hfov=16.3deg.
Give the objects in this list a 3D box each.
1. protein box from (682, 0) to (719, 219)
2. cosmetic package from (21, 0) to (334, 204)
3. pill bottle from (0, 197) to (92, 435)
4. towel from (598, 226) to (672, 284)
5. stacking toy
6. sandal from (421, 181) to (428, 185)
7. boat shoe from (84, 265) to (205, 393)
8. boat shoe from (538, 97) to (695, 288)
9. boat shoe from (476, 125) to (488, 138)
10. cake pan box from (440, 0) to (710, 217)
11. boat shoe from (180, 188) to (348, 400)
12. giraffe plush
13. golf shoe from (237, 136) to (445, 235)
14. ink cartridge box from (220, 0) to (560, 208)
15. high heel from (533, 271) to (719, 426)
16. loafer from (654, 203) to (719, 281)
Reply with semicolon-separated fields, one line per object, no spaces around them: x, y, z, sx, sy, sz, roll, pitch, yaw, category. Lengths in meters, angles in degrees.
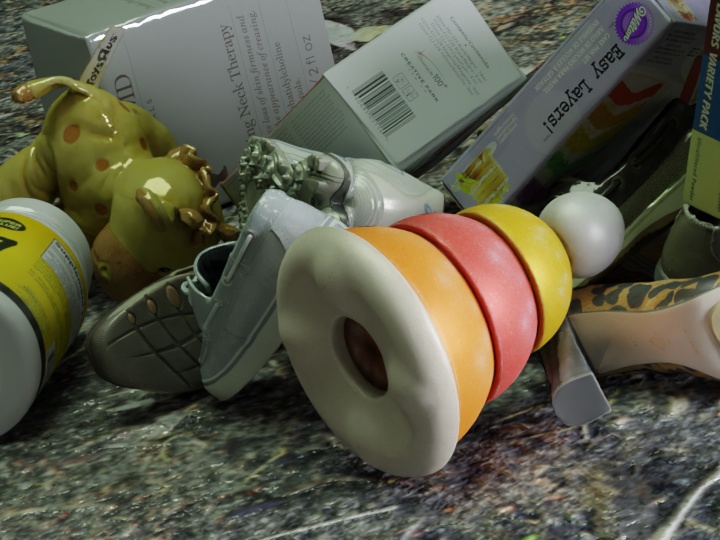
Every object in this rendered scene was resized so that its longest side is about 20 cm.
0.322;-0.079;1.393;0.199;0.136;0.198;-5;21;-31;protein box
-0.140;-0.149;2.029;0.199;0.168;0.166;-21;19;-21;cosmetic package
-0.243;0.027;1.651;0.114;0.115;0.200;-10;17;10;pill bottle
0.227;-0.024;1.609;0.199;0.022;0.147;-20;18;-20;towel
0.066;0.011;1.392;0.199;0.147;0.146;-28;22;-30;stacking toy
0.000;0.000;1.619;0.087;0.080;0.200;-10;16;24;sandal
-0.104;0.034;1.618;0.073;0.075;0.199;-10;6;45;boat shoe
0.139;-0.029;1.534;0.200;0.065;0.073;-37;-3;-16;boat shoe
0.164;-0.108;1.825;0.199;0.077;0.071;-27;21;-37;boat shoe
0.165;-0.101;1.587;0.184;0.052;0.200;-45;-22;22;cake pan box
-0.065;0.009;1.492;0.070;0.071;0.201;-52;0;-33;boat shoe
-0.161;-0.045;1.789;0.172;0.201;0.162;-15;47;-43;giraffe plush
-0.016;-0.039;1.572;0.097;0.079;0.200;3;7;-22;golf shoe
0.021;-0.105;1.733;0.175;0.084;0.200;-36;-2;-31;ink cartridge box
0.192;0.019;1.416;0.199;0.072;0.143;-18;19;5;high heel
0.266;-0.041;1.519;0.199;0.070;0.075;-28;49;-25;loafer
